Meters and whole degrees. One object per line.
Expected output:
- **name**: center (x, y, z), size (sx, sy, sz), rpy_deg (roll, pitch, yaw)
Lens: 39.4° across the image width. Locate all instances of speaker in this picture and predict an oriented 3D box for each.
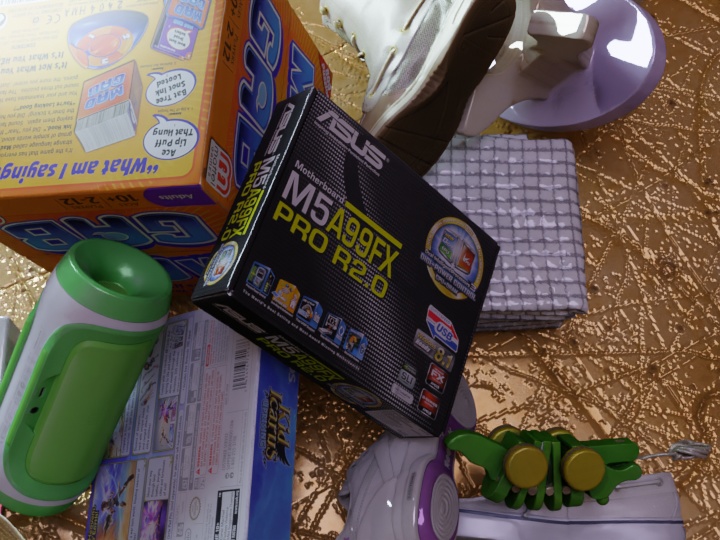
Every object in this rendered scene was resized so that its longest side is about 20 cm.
- **speaker**: center (-0.204, 0.079, 0.714), size (0.088, 0.088, 0.200), rpy_deg (33, 114, 9)

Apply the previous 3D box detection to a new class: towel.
- **towel**: center (0.081, -0.029, 0.835), size (0.200, 0.086, 0.166), rpy_deg (-1, 68, -2)

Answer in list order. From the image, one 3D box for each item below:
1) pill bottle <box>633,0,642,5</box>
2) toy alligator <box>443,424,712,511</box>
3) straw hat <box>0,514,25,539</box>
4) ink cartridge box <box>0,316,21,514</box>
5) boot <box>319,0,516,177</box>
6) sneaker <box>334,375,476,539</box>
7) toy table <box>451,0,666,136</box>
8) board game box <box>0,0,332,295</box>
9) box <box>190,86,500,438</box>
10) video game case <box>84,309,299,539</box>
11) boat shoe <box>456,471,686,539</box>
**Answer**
- **pill bottle**: center (0.165, -0.300, 0.920), size (0.200, 0.111, 0.111), rpy_deg (10, 70, 1)
- **toy alligator**: center (0.156, 0.146, 0.720), size (0.200, 0.059, 0.054), rpy_deg (5, 97, -10)
- **straw hat**: center (-0.244, 0.246, 0.711), size (0.201, 0.085, 0.201), rpy_deg (-1, 87, 32)
- **ink cartridge box**: center (-0.374, 0.125, 0.779), size (0.200, 0.045, 0.176), rpy_deg (-1, 69, -2)
- **boot**: center (0.015, -0.163, 0.802), size (0.155, 0.072, 0.200), rpy_deg (41, 104, 39)
- **sneaker**: center (0.030, 0.134, 0.757), size (0.100, 0.075, 0.200), rpy_deg (-20, 28, 28)
- **toy table**: center (0.134, -0.188, 0.825), size (0.200, 0.117, 0.184), rpy_deg (3, 83, 44)
- **board game box**: center (-0.154, -0.105, 0.760), size (0.200, 0.200, 0.200), rpy_deg (-2, 69, 18)
- **box**: center (0.000, 0.000, 0.683), size (0.200, 0.044, 0.160), rpy_deg (38, 60, -30)
- **video game case**: center (-0.123, 0.130, 0.730), size (0.181, 0.045, 0.200), rpy_deg (-15, 64, 39)
- **boat shoe**: center (0.148, 0.168, 0.769), size (0.202, 0.075, 0.086), rpy_deg (1, 70, -4)
